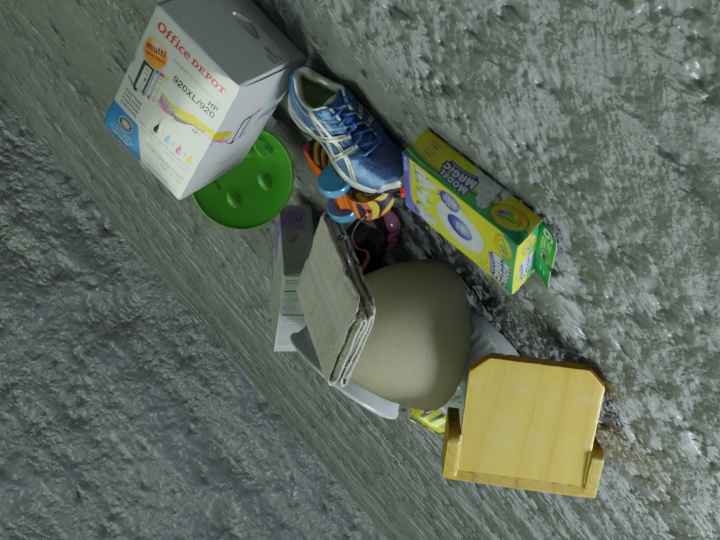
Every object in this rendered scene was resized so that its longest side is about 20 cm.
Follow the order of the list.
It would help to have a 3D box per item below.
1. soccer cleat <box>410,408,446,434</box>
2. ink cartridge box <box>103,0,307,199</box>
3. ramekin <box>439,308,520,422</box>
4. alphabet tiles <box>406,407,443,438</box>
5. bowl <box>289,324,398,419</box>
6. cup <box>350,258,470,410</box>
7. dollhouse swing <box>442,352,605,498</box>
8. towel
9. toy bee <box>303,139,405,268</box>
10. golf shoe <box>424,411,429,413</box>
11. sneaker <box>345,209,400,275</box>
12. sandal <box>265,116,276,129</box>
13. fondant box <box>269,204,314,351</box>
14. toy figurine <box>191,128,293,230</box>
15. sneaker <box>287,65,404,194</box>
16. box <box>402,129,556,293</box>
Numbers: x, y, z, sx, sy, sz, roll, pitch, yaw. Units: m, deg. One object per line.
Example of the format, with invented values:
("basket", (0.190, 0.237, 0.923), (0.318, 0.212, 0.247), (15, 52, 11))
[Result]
("soccer cleat", (0.167, 0.219, 1.604), (0.197, 0.065, 0.085), (14, 131, 30))
("ink cartridge box", (-0.194, -0.225, 1.279), (0.147, 0.144, 0.201), (44, 130, 5))
("ramekin", (0.147, 0.144, 1.479), (0.202, 0.094, 0.203), (43, 162, 17))
("alphabet tiles", (0.118, 0.196, 1.683), (0.164, 0.006, 0.203), (24, 137, 26))
("bowl", (0.000, 0.122, 1.523), (0.200, 0.091, 0.201), (37, -174, -4))
("cup", (0.034, 0.080, 1.362), (0.140, 0.205, 0.199), (5, 180, -24))
("dollhouse swing", (0.212, 0.183, 1.342), (0.195, 0.180, 0.182), (6, -171, 3))
("towel", (-0.037, 0.036, 1.316), (0.202, 0.034, 0.134), (-114, 38, -47))
("toy bee", (0.003, -0.100, 1.319), (0.131, 0.107, 0.203), (74, 174, -72))
("golf shoe", (0.061, 0.149, 1.614), (0.198, 0.092, 0.076), (27, 147, 25))
("sneaker", (0.000, 0.000, 1.442), (0.078, 0.095, 0.203), (26, 139, 24))
("sandal", (-0.191, -0.280, 1.457), (0.202, 0.050, 0.082), (41, 178, -27))
("fondant box", (-0.110, 0.014, 1.670), (0.202, 0.057, 0.146), (104, 163, -50))
("toy figurine", (-0.192, -0.181, 1.518), (0.202, 0.148, 0.184), (60, -179, -23))
("sneaker", (-0.020, -0.166, 1.231), (0.199, 0.076, 0.077), (41, 167, 18))
("box", (0.133, -0.057, 1.155), (0.199, 0.048, 0.118), (39, 162, 22))
